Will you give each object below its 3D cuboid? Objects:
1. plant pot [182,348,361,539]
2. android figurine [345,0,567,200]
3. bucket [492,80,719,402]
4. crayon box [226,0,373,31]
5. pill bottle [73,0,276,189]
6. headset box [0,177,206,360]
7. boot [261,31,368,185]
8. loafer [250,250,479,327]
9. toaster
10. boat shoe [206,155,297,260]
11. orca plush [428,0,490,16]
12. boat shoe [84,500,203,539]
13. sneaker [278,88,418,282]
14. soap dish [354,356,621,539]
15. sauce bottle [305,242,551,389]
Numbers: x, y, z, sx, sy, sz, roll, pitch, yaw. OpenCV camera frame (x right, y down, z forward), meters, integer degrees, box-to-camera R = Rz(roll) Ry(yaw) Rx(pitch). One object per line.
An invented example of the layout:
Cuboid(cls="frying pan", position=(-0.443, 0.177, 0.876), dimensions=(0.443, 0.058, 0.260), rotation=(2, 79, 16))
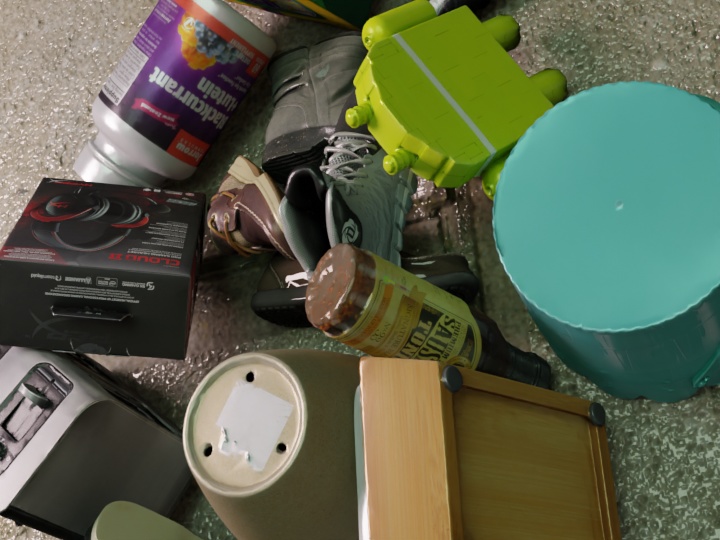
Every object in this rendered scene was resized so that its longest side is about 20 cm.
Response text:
Cuboid(cls="plant pot", position=(-0.036, 0.131, 0.797), dimensions=(0.184, 0.200, 0.191), rotation=(-9, 65, 20))
Cuboid(cls="android figurine", position=(0.074, -0.134, 0.872), dimensions=(0.199, 0.041, 0.183), rotation=(-33, 77, -37))
Cuboid(cls="bucket", position=(0.194, -0.023, 0.791), dimensions=(0.203, 0.135, 0.211), rotation=(-8, 68, 21))
Cuboid(cls="crayon box", position=(-0.109, -0.282, 1.003), dimensions=(0.198, 0.172, 0.059), rotation=(21, 93, 33))
Cuboid(cls="pill bottle", position=(-0.173, -0.155, 1.020), dimensions=(0.111, 0.111, 0.201), rotation=(39, 98, 31))
Cuboid(cls="headset box", position=(-0.204, -0.001, 0.906), dimensions=(0.146, 0.201, 0.076), rotation=(5, 113, -5))
Cuboid(cls="boot", position=(0.001, -0.156, 0.977), dimensions=(0.196, 0.068, 0.133), rotation=(-8, 62, 21))
Cuboid(cls="loafer", position=(0.000, 0.000, 0.906), dimensions=(0.196, 0.073, 0.072), rotation=(-3, 69, 23))
Cuboid(cls="toaster", position=(-0.238, 0.137, 0.905), dimensions=(0.180, 0.200, 0.119), rotation=(31, 81, 39))
Cuboid(cls="boat shoe", position=(-0.089, -0.038, 0.924), dimensions=(0.072, 0.072, 0.200), rotation=(-43, 27, -2))
Cuboid(cls="orca plush", position=(0.122, -0.256, 0.958), dimensions=(0.071, 0.105, 0.201), rotation=(37, 84, 0))
Cuboid(cls="boat shoe", position=(-0.118, 0.246, 0.833), dimensions=(0.063, 0.200, 0.074), rotation=(-52, 9, 36))
Cuboid(cls="sneaker", position=(-0.010, -0.070, 0.833), dimensions=(0.074, 0.115, 0.204), rotation=(-11, 63, 26))
Cuboid(cls="soap dish", position=(0.089, 0.145, 0.735), dimensions=(0.081, 0.198, 0.160), rotation=(-27, 56, 43))
Cuboid(cls="sauce bottle", position=(0.054, 0.046, 0.794), dimensions=(0.066, 0.198, 0.067), rotation=(-38, 39, 40))
